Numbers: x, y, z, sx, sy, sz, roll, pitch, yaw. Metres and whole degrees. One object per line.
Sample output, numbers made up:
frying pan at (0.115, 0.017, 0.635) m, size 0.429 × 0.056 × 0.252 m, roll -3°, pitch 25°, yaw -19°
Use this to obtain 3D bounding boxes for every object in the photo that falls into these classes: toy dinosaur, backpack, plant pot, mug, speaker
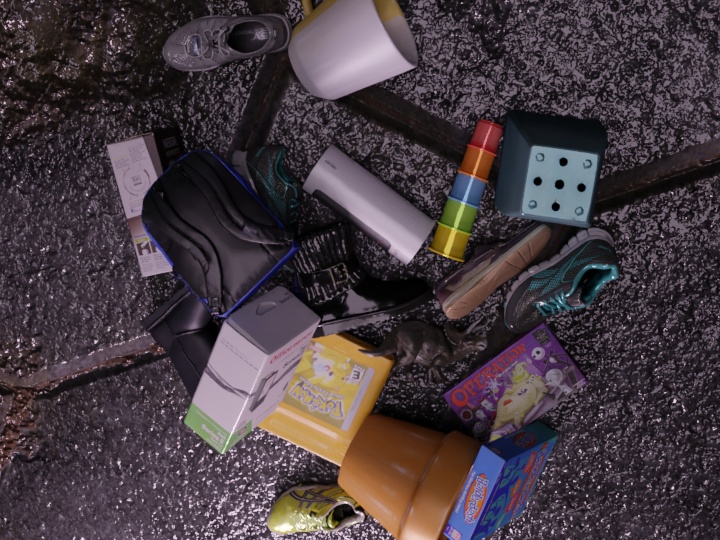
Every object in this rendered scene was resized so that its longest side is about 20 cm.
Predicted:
toy dinosaur at (0.092, 0.119, 1.297) m, size 0.195 × 0.077 × 0.105 m, roll 7°, pitch 79°, yaw -3°
backpack at (-0.204, -0.053, 1.181) m, size 0.162 × 0.168 × 0.200 m, roll -43°, pitch 90°, yaw -5°
plant pot at (0.071, 0.319, 1.309) m, size 0.181 × 0.200 × 0.204 m, roll 25°, pitch 107°, yaw 17°
mug at (-0.019, -0.331, 1.198) m, size 0.151 × 0.189 × 0.150 m, roll -25°, pitch 132°, yaw 22°
plant pot at (0.261, -0.131, 1.154) m, size 0.138 × 0.200 × 0.144 m, roll 9°, pitch 106°, yaw 6°
speaker at (0.014, -0.097, 1.261) m, size 0.199 × 0.081 × 0.082 m, roll 36°, pitch 106°, yaw -2°

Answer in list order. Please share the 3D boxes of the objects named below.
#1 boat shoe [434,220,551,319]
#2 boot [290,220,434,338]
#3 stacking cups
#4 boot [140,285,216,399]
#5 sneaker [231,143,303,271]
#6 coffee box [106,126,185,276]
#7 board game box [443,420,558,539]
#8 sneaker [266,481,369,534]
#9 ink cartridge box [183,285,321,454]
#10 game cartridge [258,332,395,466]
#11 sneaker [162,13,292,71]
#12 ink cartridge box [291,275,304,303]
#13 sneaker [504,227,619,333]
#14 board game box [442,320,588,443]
boat shoe at (0.193, -0.012, 1.263) m, size 0.199 × 0.072 × 0.065 m, roll -41°, pitch 60°, yaw 9°
boot at (0.000, 0.000, 1.266) m, size 0.207 × 0.079 × 0.161 m, roll -14°, pitch 92°, yaw -13°
stacking cups at (0.160, -0.117, 1.235) m, size 0.059 × 0.061 × 0.204 m, roll 21°, pitch 99°, yaw 3°
boot at (-0.236, 0.098, 1.346) m, size 0.199 × 0.076 × 0.169 m, roll -36°, pitch 93°, yaw 22°
sneaker at (-0.122, -0.099, 1.287) m, size 0.090 × 0.078 × 0.203 m, roll -21°, pitch 102°, yaw 8°
coffee box at (-0.303, -0.108, 1.289) m, size 0.078 × 0.113 × 0.204 m, roll -11°, pitch 103°, yaw 11°
board game box at (0.215, 0.318, 1.275) m, size 0.045 × 0.198 × 0.155 m, roll 30°, pitch 109°, yaw 30°
sneaker at (-0.069, 0.394, 1.397) m, size 0.197 × 0.077 × 0.077 m, roll -20°, pitch 102°, yaw 14°
ink cartridge box at (-0.157, 0.142, 1.226) m, size 0.083 × 0.145 × 0.202 m, roll 35°, pitch 122°, yaw 13°
game cartridge at (-0.062, 0.188, 1.334) m, size 0.174 × 0.032 × 0.203 m, roll 24°, pitch 104°, yaw -1°
sneaker at (-0.200, -0.339, 1.231) m, size 0.196 × 0.082 × 0.076 m, roll -11°, pitch 102°, yaw 11°
ink cartridge box at (-0.075, 0.102, 1.348) m, size 0.093 × 0.037 × 0.204 m, roll 11°, pitch 103°, yaw 5°
sneaker at (0.292, 0.027, 1.229) m, size 0.077 × 0.092 × 0.200 m, roll 36°, pitch 109°, yaw -26°
board game box at (0.241, 0.182, 1.325) m, size 0.199 × 0.032 × 0.121 m, roll -39°, pitch 91°, yaw 15°
